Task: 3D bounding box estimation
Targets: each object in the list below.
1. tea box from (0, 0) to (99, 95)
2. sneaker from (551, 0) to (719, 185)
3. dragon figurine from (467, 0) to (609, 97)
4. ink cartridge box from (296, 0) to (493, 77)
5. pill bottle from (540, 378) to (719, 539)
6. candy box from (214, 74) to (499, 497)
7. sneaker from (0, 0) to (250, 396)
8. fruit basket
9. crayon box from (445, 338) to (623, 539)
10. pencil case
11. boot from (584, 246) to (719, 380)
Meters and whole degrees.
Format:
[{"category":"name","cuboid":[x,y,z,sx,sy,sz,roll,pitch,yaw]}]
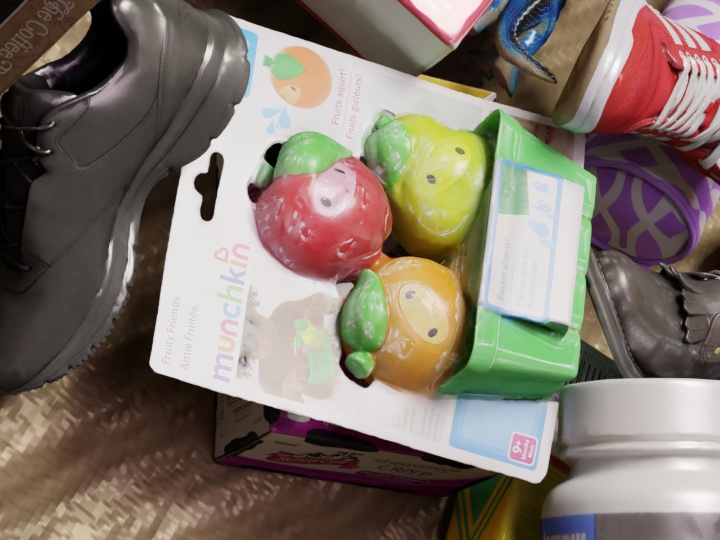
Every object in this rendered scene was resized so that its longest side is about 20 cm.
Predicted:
[{"category":"tea box","cuboid":[-0.212,-0.173,1.223,0.196,0.200,0.134,30,58,-19]},{"category":"sneaker","cuboid":[0.159,-0.082,1.388,0.112,0.072,0.200,31,14,4]},{"category":"dragon figurine","cuboid":[0.093,-0.144,1.463,0.099,0.200,0.059,-42,97,1]},{"category":"ink cartridge box","cuboid":[0.035,-0.214,1.391,0.145,0.083,0.200,41,68,-6]},{"category":"pill bottle","cuboid":[0.139,0.154,1.322,0.113,0.114,0.202,5,80,-33]},{"category":"candy box","cuboid":[0.000,0.000,1.394,0.136,0.061,0.202,11,67,-30]},{"category":"sneaker","cuboid":[-0.133,-0.041,1.269,0.091,0.076,0.201,28,89,-44]},{"category":"fruit basket","cuboid":[0.011,-0.014,1.312,0.199,0.094,0.186,20,63,-23]},{"category":"crayon box","cuboid":[0.105,0.144,1.414,0.127,0.051,0.201,33,57,-26]},{"category":"pencil case","cuboid":[0.181,-0.087,1.539,0.200,0.083,0.086,-56,144,-32]},{"category":"boot","cuboid":[0.214,0.002,1.394,0.200,0.174,0.070,32,34,-49]}]
